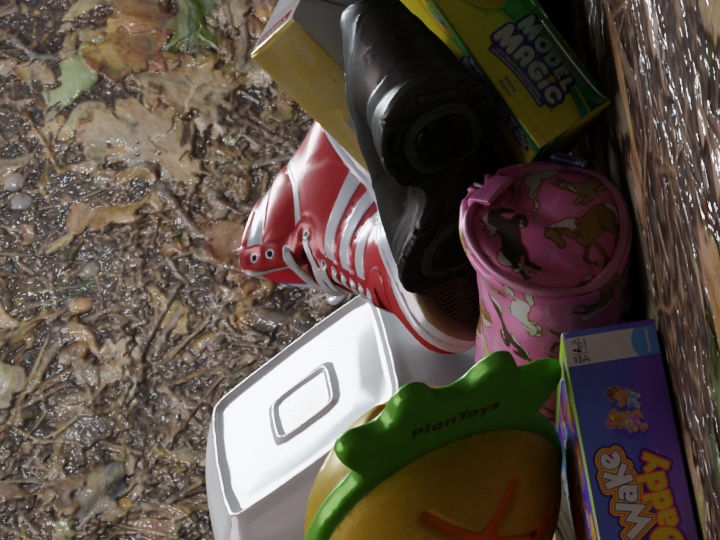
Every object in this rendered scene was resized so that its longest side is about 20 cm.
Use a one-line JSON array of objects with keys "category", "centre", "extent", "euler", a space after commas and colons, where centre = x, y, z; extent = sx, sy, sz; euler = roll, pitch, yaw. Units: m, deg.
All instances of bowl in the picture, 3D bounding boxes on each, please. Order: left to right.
[{"category": "bowl", "centre": [-0.012, 0.100, 1.750], "extent": [0.075, 0.199, 0.200], "euler": [46, -164, -28]}]

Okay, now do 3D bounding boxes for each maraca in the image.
[{"category": "maraca", "centre": [0.036, 0.103, 1.412], "extent": [0.107, 0.137, 0.200], "euler": [57, 159, 28]}]

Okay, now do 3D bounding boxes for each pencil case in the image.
[{"category": "pencil case", "centre": [0.092, 0.024, 1.471], "extent": [0.200, 0.082, 0.087], "euler": [82, -174, -60]}]

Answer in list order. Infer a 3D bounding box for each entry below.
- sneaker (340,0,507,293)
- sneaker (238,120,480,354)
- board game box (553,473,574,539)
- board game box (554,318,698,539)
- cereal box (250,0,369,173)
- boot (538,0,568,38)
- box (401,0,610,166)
[{"category": "sneaker", "centre": [0.032, -0.064, 1.464], "extent": [0.200, 0.076, 0.091], "euler": [81, 163, -58]}, {"category": "sneaker", "centre": [0.000, 0.000, 1.622], "extent": [0.113, 0.071, 0.200], "euler": [-50, 39, 24]}, {"category": "board game box", "centre": [0.116, 0.097, 1.652], "extent": [0.152, 0.046, 0.201], "euler": [176, 85, -89]}, {"category": "board game box", "centre": [0.130, 0.141, 1.381], "extent": [0.135, 0.045, 0.201], "euler": [84, 177, -67]}, {"category": "cereal box", "centre": [0.023, -0.121, 1.628], "extent": [0.144, 0.039, 0.200], "euler": [44, -150, -14]}, {"category": "boot", "centre": [0.070, -0.167, 1.602], "extent": [0.200, 0.069, 0.132], "euler": [55, -163, -78]}, {"category": "box", "centre": [0.064, -0.104, 1.472], "extent": [0.118, 0.048, 0.200], "euler": [55, 170, 5]}]
